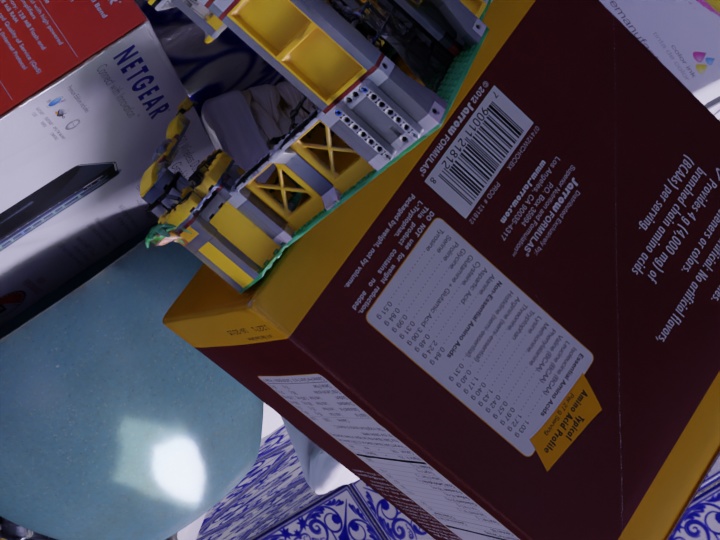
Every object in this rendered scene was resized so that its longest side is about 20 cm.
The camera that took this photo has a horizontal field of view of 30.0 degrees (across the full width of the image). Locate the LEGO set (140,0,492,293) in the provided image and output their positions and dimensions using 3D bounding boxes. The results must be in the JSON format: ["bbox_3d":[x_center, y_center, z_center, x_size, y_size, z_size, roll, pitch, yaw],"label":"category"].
[{"bbox_3d":[-0.028,-0.104,0.491,0.154,0.116,0.200,-31,-156,52],"label":"LEGO set"}]

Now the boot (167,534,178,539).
[{"bbox_3d":[-0.141,0.186,0.894,0.068,0.131,0.200,-18,157,-7],"label":"boot"}]

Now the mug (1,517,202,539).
[{"bbox_3d":[-0.189,0.180,1.087,0.153,0.149,0.187,-55,-175,40],"label":"mug"}]

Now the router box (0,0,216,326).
[{"bbox_3d":[-0.156,-0.038,0.564,0.179,0.049,0.200,-34,169,-4],"label":"router box"}]

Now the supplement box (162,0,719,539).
[{"bbox_3d":[0.062,0.004,0.592,0.197,0.200,0.133,-54,-165,-17],"label":"supplement box"}]

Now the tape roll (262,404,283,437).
[{"bbox_3d":[-0.137,0.080,0.923,0.202,0.071,0.203,-18,157,-8],"label":"tape roll"}]

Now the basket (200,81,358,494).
[{"bbox_3d":[0.000,0.000,0.738,0.123,0.200,0.136,-19,163,-17],"label":"basket"}]

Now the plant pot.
[{"bbox_3d":[-0.129,0.068,0.705,0.200,0.135,0.200,-32,-170,6],"label":"plant pot"}]

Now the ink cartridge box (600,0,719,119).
[{"bbox_3d":[0.147,-0.145,0.752,0.200,0.148,0.086,-28,168,-40],"label":"ink cartridge box"}]

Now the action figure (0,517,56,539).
[{"bbox_3d":[-0.235,0.110,0.762,0.193,0.199,0.105,-28,124,-65],"label":"action figure"}]
